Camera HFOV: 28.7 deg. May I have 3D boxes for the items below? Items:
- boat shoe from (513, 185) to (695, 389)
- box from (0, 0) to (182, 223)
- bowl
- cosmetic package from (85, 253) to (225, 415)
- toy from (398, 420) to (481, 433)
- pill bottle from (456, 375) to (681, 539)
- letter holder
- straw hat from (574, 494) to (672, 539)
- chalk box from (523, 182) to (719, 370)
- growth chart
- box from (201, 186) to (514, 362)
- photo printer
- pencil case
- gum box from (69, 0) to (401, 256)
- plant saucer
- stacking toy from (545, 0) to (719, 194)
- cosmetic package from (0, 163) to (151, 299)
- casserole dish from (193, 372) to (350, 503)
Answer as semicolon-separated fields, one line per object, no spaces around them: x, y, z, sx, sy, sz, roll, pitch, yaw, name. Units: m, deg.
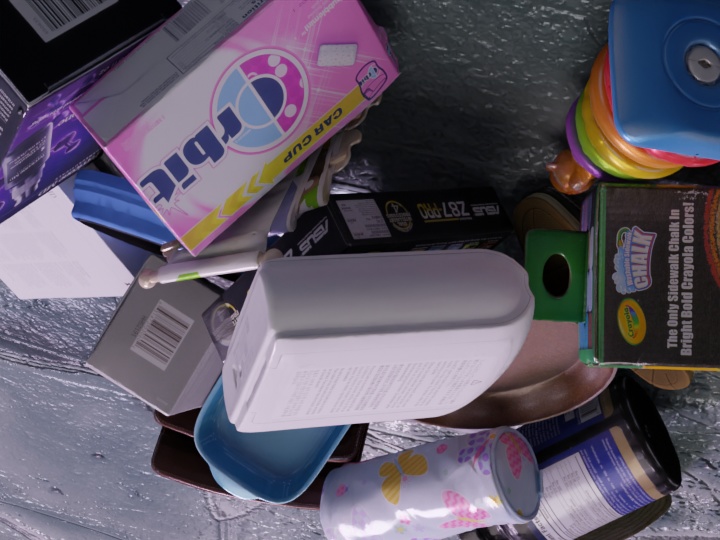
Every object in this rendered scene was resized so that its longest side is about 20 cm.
0.198;0.006;1.105;0.200;0.065;0.073;49;147;-15;boat shoe
-0.233;-0.131;0.970;0.104;0.148;0.200;47;143;2;box
-0.136;-0.027;1.119;0.198;0.040;0.201;19;176;1;bowl
-0.153;0.055;1.182;0.089;0.108;0.200;31;176;0;cosmetic package
0.067;0.064;1.250;0.113;0.048;0.201;8;141;17;toy
0.179;0.186;1.271;0.198;0.113;0.112;-29;130;19;pill bottle
-0.094;0.133;1.321;0.197;0.144;0.101;10;146;6;letter holder
0.206;0.220;1.381;0.200;0.200;0.086;-27;88;44;straw hat
0.212;0.007;0.985;0.197;0.127;0.124;3;177;5;chalk box
-0.062;-0.068;0.985;0.143;0.201;0.018;-3;136;38;growth chart
0.000;0.000;1.061;0.199;0.050;0.161;-7;154;-49;box
0.015;0.049;0.961;0.197;0.070;0.167;-3;152;-17;photo printer
0.060;0.197;1.225;0.198;0.084;0.091;-21;131;33;pencil case
-0.076;-0.123;0.926;0.066;0.200;0.114;43;173;45;gum box
0.104;0.070;1.121;0.197;0.035;0.201;-3;149;-2;plant saucer
0.181;-0.097;0.947;0.114;0.111;0.200;7;160;-16;stacking toy
-0.281;-0.052;1.206;0.149;0.052;0.201;1;144;28;cosmetic package
-0.064;0.111;1.249;0.120;0.039;0.201;33;101;1;casserole dish
